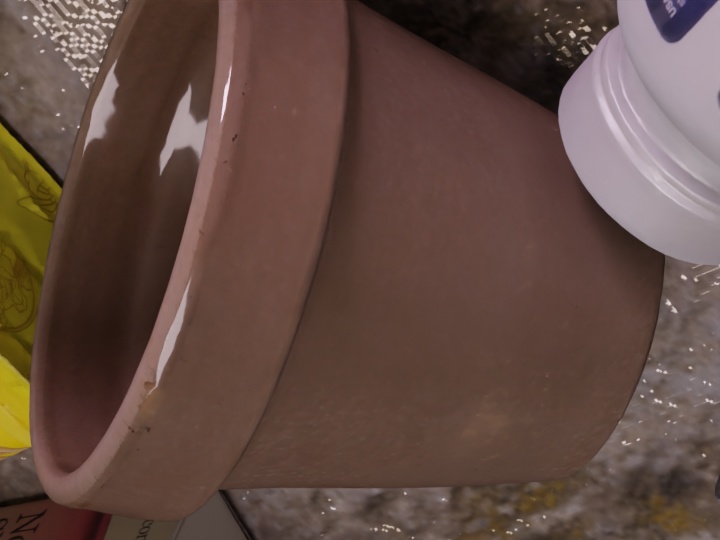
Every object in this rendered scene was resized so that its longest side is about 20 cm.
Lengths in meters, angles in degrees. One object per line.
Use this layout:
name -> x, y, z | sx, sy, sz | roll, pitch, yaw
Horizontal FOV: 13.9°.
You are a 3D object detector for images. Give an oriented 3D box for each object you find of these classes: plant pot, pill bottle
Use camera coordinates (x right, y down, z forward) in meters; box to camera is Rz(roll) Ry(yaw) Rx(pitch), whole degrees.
plant pot -> 0.000, 0.000, 0.980 | 0.175, 0.200, 0.200 | 15, 135, -18
pill bottle -> 0.148, -0.091, 0.888 | 0.111, 0.111, 0.200 | 32, 131, -11

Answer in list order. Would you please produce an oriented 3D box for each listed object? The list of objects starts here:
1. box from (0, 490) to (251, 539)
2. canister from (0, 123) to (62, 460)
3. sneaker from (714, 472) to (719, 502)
box -> -0.140, 0.173, 1.196 | 0.200, 0.128, 0.109 | -13, 124, 26
canister -> -0.199, 0.026, 1.118 | 0.200, 0.087, 0.149 | -24, 119, 34
sneaker -> 0.211, 0.047, 1.013 | 0.080, 0.071, 0.200 | 43, 128, -14
